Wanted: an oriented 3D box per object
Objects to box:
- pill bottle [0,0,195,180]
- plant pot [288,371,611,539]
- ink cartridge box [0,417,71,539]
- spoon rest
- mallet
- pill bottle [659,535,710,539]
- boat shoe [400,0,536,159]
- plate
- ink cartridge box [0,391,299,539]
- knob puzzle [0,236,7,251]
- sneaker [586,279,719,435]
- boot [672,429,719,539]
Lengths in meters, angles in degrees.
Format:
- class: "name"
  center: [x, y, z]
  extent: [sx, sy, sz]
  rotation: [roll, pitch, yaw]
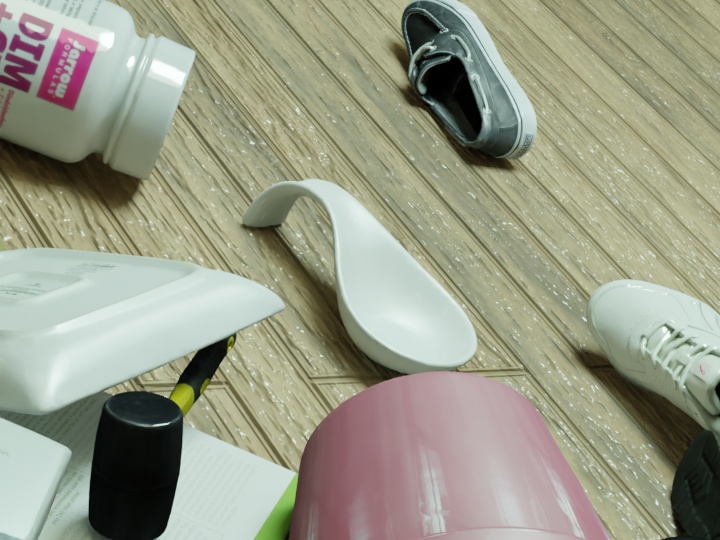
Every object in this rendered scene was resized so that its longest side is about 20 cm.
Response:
- class: "pill bottle"
  center: [-0.220, -0.141, 1.302]
  extent: [0.199, 0.114, 0.114]
  rotation: [21, 29, -8]
- class: "plant pot"
  center: [0.042, 0.154, 0.901]
  extent: [0.199, 0.200, 0.180]
  rotation: [13, 39, -21]
- class: "ink cartridge box"
  center: [-0.198, 0.161, 0.783]
  extent: [0.083, 0.147, 0.200]
  rotation: [23, 29, -6]
- class: "spoon rest"
  center: [0.000, 0.000, 1.296]
  extent: [0.099, 0.061, 0.200]
  rotation: [-10, 43, -46]
- class: "mallet"
  center: [-0.093, 0.076, 0.971]
  extent: [0.041, 0.066, 0.200]
  rotation: [13, 13, 6]
- class: "pill bottle"
  center: [0.185, 0.209, 1.002]
  extent: [0.111, 0.112, 0.200]
  rotation: [22, 8, -6]
- class: "boat shoe"
  center: [0.074, -0.167, 1.630]
  extent: [0.068, 0.072, 0.200]
  rotation: [4, 42, -36]
- class: "plate"
  center: [-0.172, 0.022, 0.995]
  extent: [0.199, 0.033, 0.200]
  rotation: [5, 15, 33]
- class: "ink cartridge box"
  center: [-0.141, 0.128, 0.959]
  extent: [0.199, 0.076, 0.148]
  rotation: [23, 28, 8]
- class: "knob puzzle"
  center: [-0.315, -0.031, 1.132]
  extent: [0.219, 0.031, 0.220]
  rotation: [20, 29, -11]
- class: "sneaker"
  center: [0.235, 0.066, 1.319]
  extent: [0.200, 0.078, 0.099]
  rotation: [36, 1, 22]
- class: "boot"
  center: [0.278, 0.184, 1.199]
  extent: [0.138, 0.078, 0.200]
  rotation: [24, 29, -12]
